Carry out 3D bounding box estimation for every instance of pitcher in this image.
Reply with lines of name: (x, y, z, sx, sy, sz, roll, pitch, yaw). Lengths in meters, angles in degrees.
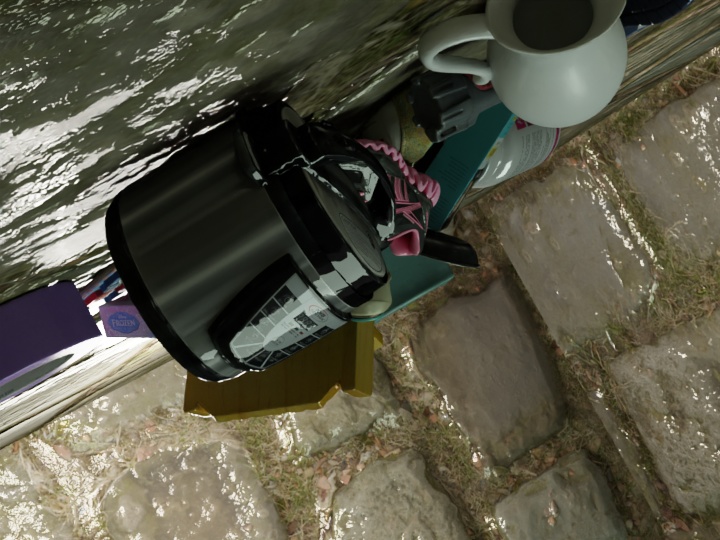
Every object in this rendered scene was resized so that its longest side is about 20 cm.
pitcher: (0.140, -0.187, 1.073, 0.171, 0.122, 0.200, -13, 169, 9)

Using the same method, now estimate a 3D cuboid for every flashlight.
flashlight: (0.131, -0.194, 1.200, 0.200, 0.068, 0.068, -27, 148, -30)

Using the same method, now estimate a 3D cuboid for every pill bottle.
pill bottle: (0.160, -0.165, 1.566, 0.113, 0.114, 0.200, -31, 177, 34)

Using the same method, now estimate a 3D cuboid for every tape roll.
tape roll: (-0.358, 0.087, 1.253, 0.200, 0.066, 0.200, -30, 178, -1)

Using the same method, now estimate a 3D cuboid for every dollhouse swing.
dollhouse swing: (-0.074, 0.123, 1.467, 0.199, 0.182, 0.176, -9, 143, 14)

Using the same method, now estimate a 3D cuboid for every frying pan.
frying pan: (0.057, -0.038, 1.435, 0.115, 0.031, 0.190, 9, -169, -41)

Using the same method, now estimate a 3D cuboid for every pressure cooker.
pressure cooker: (-0.071, -0.032, 0.964, 0.200, 0.179, 0.176, -30, -168, 9)

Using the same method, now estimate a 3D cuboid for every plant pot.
plant pot: (0.013, -0.038, 1.564, 0.200, 0.188, 0.200, -29, 178, -1)

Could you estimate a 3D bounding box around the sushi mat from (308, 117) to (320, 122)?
sushi mat: (-0.127, -0.080, 1.139, 0.200, 0.012, 0.096, -29, 177, -13)

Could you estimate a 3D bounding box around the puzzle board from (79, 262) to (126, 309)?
puzzle board: (-0.250, 0.005, 1.400, 0.150, 0.017, 0.200, -28, 177, -40)

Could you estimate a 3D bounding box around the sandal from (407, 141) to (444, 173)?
sandal: (0.054, -0.140, 1.411, 0.080, 0.054, 0.200, -30, 157, -47)

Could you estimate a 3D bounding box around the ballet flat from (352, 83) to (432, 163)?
ballet flat: (0.029, -0.136, 1.284, 0.071, 0.071, 0.200, -29, 177, -16)

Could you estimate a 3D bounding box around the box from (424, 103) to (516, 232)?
box: (0.125, -0.140, 1.411, 0.200, 0.049, 0.082, -58, 174, 12)

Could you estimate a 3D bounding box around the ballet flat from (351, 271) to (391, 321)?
ballet flat: (0.000, 0.000, 1.333, 0.069, 0.070, 0.200, -29, -167, -1)

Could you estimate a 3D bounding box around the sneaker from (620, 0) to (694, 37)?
sneaker: (0.278, -0.275, 1.244, 0.082, 0.074, 0.200, -30, -175, -22)

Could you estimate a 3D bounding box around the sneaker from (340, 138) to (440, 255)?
sneaker: (0.013, -0.068, 1.257, 0.079, 0.096, 0.200, 2, 166, 36)

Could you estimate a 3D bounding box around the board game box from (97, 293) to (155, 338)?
board game box: (-0.154, 0.025, 1.423, 0.199, 0.044, 0.199, -1, -164, 38)
